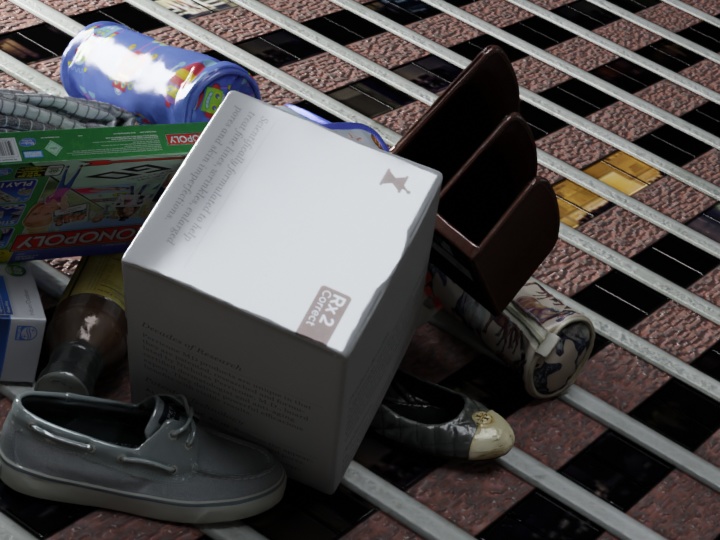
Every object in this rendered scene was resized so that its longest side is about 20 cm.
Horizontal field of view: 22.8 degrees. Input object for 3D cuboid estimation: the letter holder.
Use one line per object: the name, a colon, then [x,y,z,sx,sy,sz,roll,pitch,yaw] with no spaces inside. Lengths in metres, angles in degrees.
letter holder: [0.103,-0.067,1.349,0.100,0.142,0.200,40,-4,16]

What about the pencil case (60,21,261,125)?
pencil case: [-0.155,-0.141,1.408,0.200,0.078,0.087,26,-5,46]

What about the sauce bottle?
sauce bottle: [-0.197,0.040,1.319,0.064,0.065,0.200,16,30,-1]

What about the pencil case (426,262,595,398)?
pencil case: [0.112,0.023,1.487,0.089,0.078,0.200,30,11,-49]

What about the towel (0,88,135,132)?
towel: [-0.285,-0.072,1.335,0.200,0.165,0.086,5,69,-50]

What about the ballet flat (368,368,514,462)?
ballet flat: [0.025,0.090,1.351,0.199,0.057,0.066,23,30,12]

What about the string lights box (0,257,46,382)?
string lights box: [-0.334,0.027,1.274,0.199,0.059,0.103,3,32,-24]

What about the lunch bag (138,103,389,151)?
lunch bag: [-0.068,-0.065,1.477,0.170,0.124,0.200,-10,28,-39]

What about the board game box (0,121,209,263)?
board game box: [-0.195,-0.055,1.285,0.199,0.135,0.029,-6,61,-31]

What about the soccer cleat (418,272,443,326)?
soccer cleat: [0.000,0.000,1.383,0.077,0.200,0.069,-27,56,9]

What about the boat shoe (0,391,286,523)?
boat shoe: [-0.142,0.119,1.199,0.200,0.072,0.070,8,30,-16]

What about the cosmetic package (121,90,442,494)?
cosmetic package: [-0.055,0.018,1.238,0.164,0.200,0.165,22,57,10]
